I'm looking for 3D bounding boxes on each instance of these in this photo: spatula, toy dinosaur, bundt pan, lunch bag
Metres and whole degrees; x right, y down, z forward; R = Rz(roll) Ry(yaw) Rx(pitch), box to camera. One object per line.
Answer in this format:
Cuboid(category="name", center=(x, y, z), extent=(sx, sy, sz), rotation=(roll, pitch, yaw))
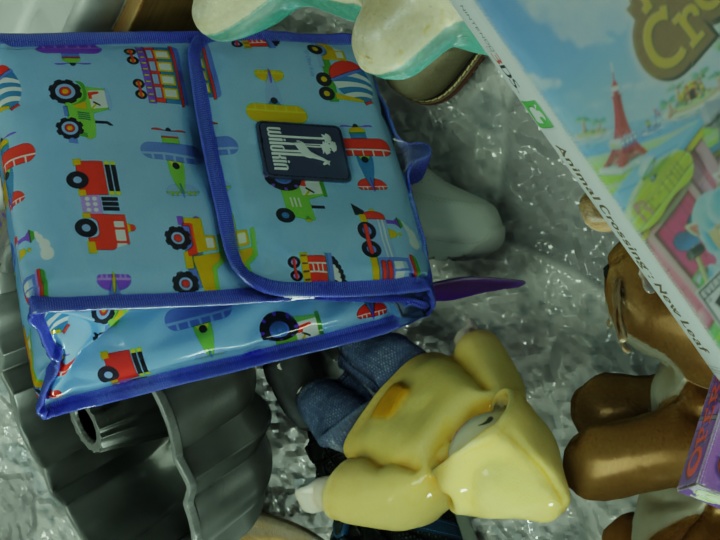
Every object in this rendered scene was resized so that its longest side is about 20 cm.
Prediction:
Cuboid(category="spatula", center=(0.000, 0.000, 0.799), extent=(0.199, 0.056, 0.021), rotation=(11, 95, 45))
Cuboid(category="toy dinosaur", center=(-0.071, 0.148, 0.912), extent=(0.199, 0.060, 0.107), rotation=(-11, 119, 45))
Cuboid(category="bundt pan", center=(-0.115, 0.066, 0.817), extent=(0.201, 0.075, 0.204), rotation=(35, 137, 40))
Cuboid(category="lunch bag", center=(-0.062, -0.033, 0.711), extent=(0.094, 0.198, 0.152), rotation=(103, 154, -55))

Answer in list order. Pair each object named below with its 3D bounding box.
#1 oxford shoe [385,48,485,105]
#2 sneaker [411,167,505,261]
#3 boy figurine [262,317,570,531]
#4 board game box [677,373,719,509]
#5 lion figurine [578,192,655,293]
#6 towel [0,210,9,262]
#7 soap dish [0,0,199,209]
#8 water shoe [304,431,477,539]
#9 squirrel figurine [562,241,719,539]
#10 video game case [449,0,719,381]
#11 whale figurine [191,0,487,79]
Cuboid(category="oxford shoe", center=(0.038, -0.165, 0.701), extent=(0.070, 0.075, 0.202), rotation=(26, 120, 22))
Cuboid(category="sneaker", center=(-0.017, -0.055, 0.785), extent=(0.198, 0.076, 0.081), rotation=(17, 90, 20))
Cuboid(category="boy figurine", center=(0.023, 0.073, 0.722), extent=(0.065, 0.124, 0.200), rotation=(56, 167, -26))
Cuboid(category="board game box", center=(0.206, 0.011, 0.582), extent=(0.119, 0.202, 0.032), rotation=(24, 165, -4))
Cuboid(category="lion figurine", center=(0.141, -0.103, 0.630), extent=(0.122, 0.072, 0.202), rotation=(-22, 72, 34))
Cuboid(category="towel", center=(-0.271, -0.085, 0.970), extent=(0.200, 0.023, 0.144), rotation=(43, 126, 13))
Cuboid(category="soap dish", center=(-0.150, -0.140, 0.806), extent=(0.201, 0.081, 0.158), rotation=(-56, 50, 34))
Cuboid(category="water shoe", center=(0.013, 0.133, 0.825), extent=(0.071, 0.079, 0.201), rotation=(-29, 90, 37))
Cuboid(category="squirrel figurine", center=(0.187, 0.062, 0.672), extent=(0.198, 0.141, 0.189), rotation=(1, 98, 18))
Cuboid(category="video game case", center=(0.149, -0.092, 0.543), extent=(0.183, 0.200, 0.022), rotation=(52, 165, -16))
Cuboid(category="whale figurine", center=(0.028, -0.133, 0.611), extent=(0.198, 0.161, 0.104), rotation=(-12, 144, 32))
